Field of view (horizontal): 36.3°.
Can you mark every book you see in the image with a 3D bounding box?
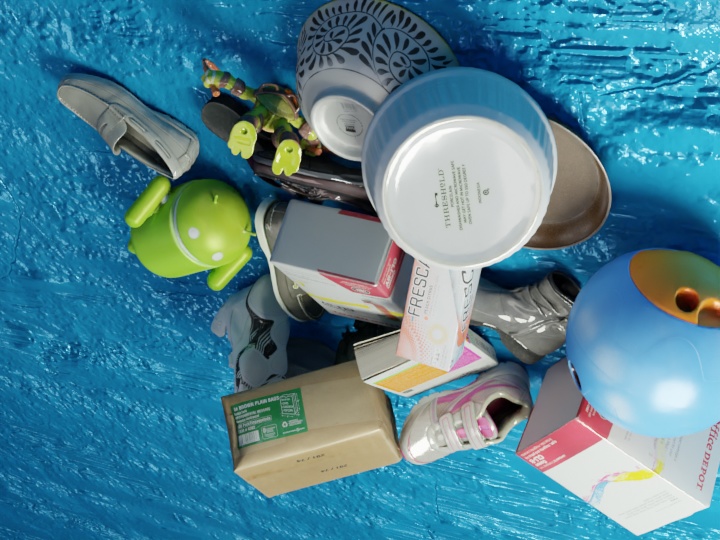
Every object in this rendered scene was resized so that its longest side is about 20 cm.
[{"bbox_3d":[0.089,0.113,1.388,0.133,0.048,0.200,-21,159,14],"label":"book"}]

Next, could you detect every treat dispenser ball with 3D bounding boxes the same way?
[{"bbox_3d":[0.320,0.076,1.171,0.199,0.202,0.202,18,142,15],"label":"treat dispenser ball"}]

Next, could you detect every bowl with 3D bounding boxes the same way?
[{"bbox_3d":[0.005,-0.180,1.173,0.199,0.095,0.202,18,142,14],"label":"bowl"}]

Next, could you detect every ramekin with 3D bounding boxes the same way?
[{"bbox_3d":[0.100,-0.093,1.091,0.200,0.094,0.204,1,116,2],"label":"ramekin"}]

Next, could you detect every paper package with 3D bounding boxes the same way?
[{"bbox_3d":[-0.060,0.207,1.434,0.198,0.104,0.191,-15,156,4],"label":"paper package"}]

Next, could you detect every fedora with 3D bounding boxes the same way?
[{"bbox_3d":[-0.073,0.165,1.605,0.199,0.177,0.091,29,115,10],"label":"fedora"}]

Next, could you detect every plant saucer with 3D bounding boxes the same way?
[{"bbox_3d":[0.179,-0.104,1.197,0.199,0.032,0.201,19,142,15],"label":"plant saucer"}]

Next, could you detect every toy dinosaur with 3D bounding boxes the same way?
[{"bbox_3d":[-0.003,0.111,1.489,0.200,0.102,0.077,-40,102,14],"label":"toy dinosaur"}]

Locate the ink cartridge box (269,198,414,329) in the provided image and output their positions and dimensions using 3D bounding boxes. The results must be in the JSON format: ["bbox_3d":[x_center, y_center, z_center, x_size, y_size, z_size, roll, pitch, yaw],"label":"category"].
[{"bbox_3d":[0.000,0.000,1.332,0.144,0.084,0.200,12,165,24],"label":"ink cartridge box"}]

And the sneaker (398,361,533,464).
[{"bbox_3d":[0.140,0.195,1.441,0.199,0.088,0.082,-32,108,2],"label":"sneaker"}]

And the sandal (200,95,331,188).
[{"bbox_3d":[-0.112,-0.136,1.339,0.200,0.048,0.075,31,144,-2],"label":"sandal"}]

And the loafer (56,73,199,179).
[{"bbox_3d":[-0.301,-0.183,1.392,0.199,0.070,0.070,27,144,3],"label":"loafer"}]

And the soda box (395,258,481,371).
[{"bbox_3d":[0.095,0.006,1.226,0.068,0.064,0.202,16,110,17],"label":"soda box"}]

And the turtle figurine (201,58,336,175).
[{"bbox_3d":[-0.091,-0.168,1.226,0.199,0.162,0.064,35,115,-21],"label":"turtle figurine"}]

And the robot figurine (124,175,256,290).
[{"bbox_3d":[-0.225,-0.055,1.451,0.199,0.116,0.175,-12,135,44],"label":"robot figurine"}]

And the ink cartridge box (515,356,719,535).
[{"bbox_3d":[0.327,0.205,1.364,0.199,0.146,0.145,34,144,-6],"label":"ink cartridge box"}]

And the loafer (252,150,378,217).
[{"bbox_3d":[-0.032,-0.093,1.281,0.198,0.072,0.064,11,108,0],"label":"loafer"}]

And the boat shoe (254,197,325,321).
[{"bbox_3d":[-0.080,-0.007,1.452,0.060,0.072,0.203,10,136,31],"label":"boat shoe"}]

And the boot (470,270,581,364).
[{"bbox_3d":[0.191,0.028,1.327,0.199,0.070,0.131,31,142,-21],"label":"boot"}]

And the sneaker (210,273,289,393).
[{"bbox_3d":[-0.158,0.109,1.552,0.075,0.202,0.115,20,159,-33],"label":"sneaker"}]
